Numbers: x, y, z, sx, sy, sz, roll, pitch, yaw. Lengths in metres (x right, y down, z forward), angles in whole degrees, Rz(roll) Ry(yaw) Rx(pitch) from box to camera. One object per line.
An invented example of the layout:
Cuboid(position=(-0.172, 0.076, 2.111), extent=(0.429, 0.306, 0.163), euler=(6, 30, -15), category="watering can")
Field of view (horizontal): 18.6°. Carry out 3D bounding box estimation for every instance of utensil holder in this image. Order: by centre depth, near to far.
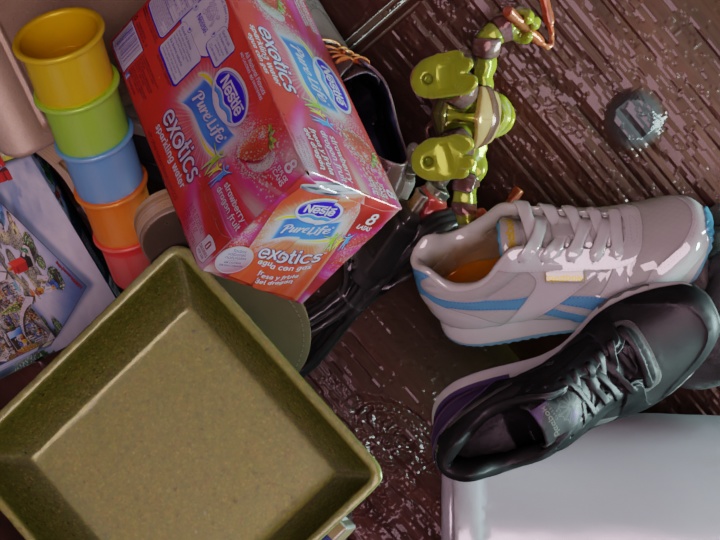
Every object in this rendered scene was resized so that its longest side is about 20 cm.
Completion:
Cuboid(position=(0.157, 0.178, 1.497), extent=(0.199, 0.170, 0.171), euler=(-1, 101, -2), category="utensil holder")

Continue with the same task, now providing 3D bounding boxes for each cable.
Cuboid(position=(0.000, 0.000, 1.530), extent=(0.097, 0.050, 0.200), euler=(14, 125, -41), category="cable")

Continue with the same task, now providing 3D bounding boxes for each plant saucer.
Cuboid(position=(-0.116, 0.122, 1.383), extent=(0.200, 0.048, 0.200), euler=(-43, 79, 5), category="plant saucer")

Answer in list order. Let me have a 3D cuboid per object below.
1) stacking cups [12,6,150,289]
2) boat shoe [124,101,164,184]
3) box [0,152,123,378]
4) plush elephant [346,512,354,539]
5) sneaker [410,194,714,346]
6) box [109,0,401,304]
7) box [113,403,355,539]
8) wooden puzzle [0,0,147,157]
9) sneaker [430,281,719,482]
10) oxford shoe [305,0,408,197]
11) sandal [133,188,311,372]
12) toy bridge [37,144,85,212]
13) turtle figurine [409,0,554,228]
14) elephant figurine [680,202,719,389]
Cuboid(position=(-0.171, -0.070, 1.419), extent=(0.060, 0.061, 0.201), euler=(-9, 129, 3), category="stacking cups")
Cuboid(position=(-0.102, -0.081, 1.512), extent=(0.199, 0.073, 0.063), euler=(23, 144, -9), category="boat shoe")
Cuboid(position=(-0.265, -0.025, 1.499), extent=(0.136, 0.038, 0.201), euler=(-25, 115, 6), category="box")
Cuboid(position=(-0.087, 0.178, 1.503), extent=(0.199, 0.155, 0.165), euler=(32, 100, -5), category="plush elephant")
Cuboid(position=(0.130, -0.007, 1.419), extent=(0.199, 0.077, 0.081), euler=(-17, 140, 19), category="sneaker")
Cuboid(position=(-0.067, -0.092, 1.371), extent=(0.100, 0.201, 0.095), euler=(-43, 142, 25), category="box")
Cuboid(position=(-0.113, 0.199, 1.418), extent=(0.121, 0.032, 0.200), euler=(41, 96, 11), category="box")
Cuboid(position=(-0.193, -0.195, 1.456), extent=(0.199, 0.037, 0.186), euler=(-30, 100, -28), category="wooden puzzle")
Cuboid(position=(0.137, 0.080, 1.369), extent=(0.199, 0.088, 0.076), euler=(-29, 101, 11), category="sneaker")
Cuboid(position=(-0.015, -0.127, 1.446), extent=(0.071, 0.073, 0.201), euler=(-9, 62, -34), category="oxford shoe")
Cuboid(position=(-0.094, -0.003, 1.456), extent=(0.077, 0.070, 0.212), euler=(-26, 141, 4), category="sandal")
Cuboid(position=(-0.140, -0.030, 1.510), extent=(0.200, 0.027, 0.067), euler=(38, 138, -20), category="toy bridge")
Cuboid(position=(0.074, -0.112, 1.456), extent=(0.064, 0.161, 0.201), euler=(16, 98, 16), category="turtle figurine")
Cuboid(position=(0.242, 0.027, 1.445), extent=(0.141, 0.200, 0.156), euler=(-3, 102, 1), category="elephant figurine")
